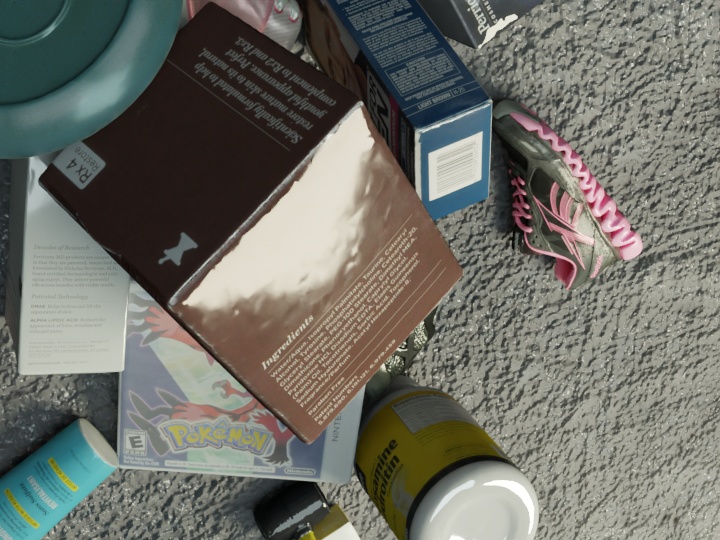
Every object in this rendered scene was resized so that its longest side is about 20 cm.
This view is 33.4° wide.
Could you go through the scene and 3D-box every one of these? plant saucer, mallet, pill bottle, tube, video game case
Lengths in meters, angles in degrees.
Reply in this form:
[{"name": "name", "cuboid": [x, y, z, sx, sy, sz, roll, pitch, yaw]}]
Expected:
[{"name": "plant saucer", "cuboid": [-0.212, -0.169, 0.776, 0.200, 0.200, 0.027, -40, 155, -3]}, {"name": "mallet", "cuboid": [-0.032, 0.276, 1.025, 0.065, 0.201, 0.041, -24, 150, -1]}, {"name": "pill bottle", "cuboid": [0.058, 0.166, 1.003, 0.111, 0.200, 0.113, -8, 113, -19]}, {"name": "tube", "cuboid": [-0.286, 0.202, 0.967, 0.200, 0.050, 0.078, -41, 90, 0]}, {"name": "video game case", "cuboid": [-0.094, 0.090, 0.964, 0.197, 0.023, 0.184, 5, 120, -5]}]

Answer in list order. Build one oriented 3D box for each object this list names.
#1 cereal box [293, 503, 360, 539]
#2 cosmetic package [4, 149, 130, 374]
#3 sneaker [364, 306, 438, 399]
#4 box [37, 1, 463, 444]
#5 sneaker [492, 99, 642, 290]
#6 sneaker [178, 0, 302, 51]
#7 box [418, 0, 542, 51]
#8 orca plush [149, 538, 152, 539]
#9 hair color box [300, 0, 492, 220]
[{"name": "cereal box", "cuboid": [-0.034, 0.334, 1.122, 0.143, 0.040, 0.201, -33, 119, -8]}, {"name": "cosmetic package", "cuboid": [-0.210, -0.038, 0.866, 0.080, 0.113, 0.203, -1, 109, -22]}, {"name": "sneaker", "cuboid": [0.000, 0.000, 0.990, 0.114, 0.076, 0.200, -39, 118, -12]}, {"name": "box", "cuboid": [-0.065, -0.027, 0.787, 0.164, 0.166, 0.200, -46, 142, -7]}, {"name": "sneaker", "cuboid": [0.161, -0.058, 1.037, 0.095, 0.079, 0.200, -38, 118, 9]}, {"name": "sneaker", "cuboid": [-0.096, -0.219, 0.861, 0.103, 0.076, 0.202, -9, 121, -14]}, {"name": "box", "cuboid": [0.095, -0.306, 0.880, 0.198, 0.123, 0.201, -37, 119, -3]}, {"name": "orca plush", "cuboid": [-0.256, 0.295, 0.999, 0.197, 0.071, 0.107, -2, 111, -21]}, {"name": "hair color box", "cuboid": [0.021, -0.141, 0.857, 0.060, 0.201, 0.101, -22, 145, -12]}]
